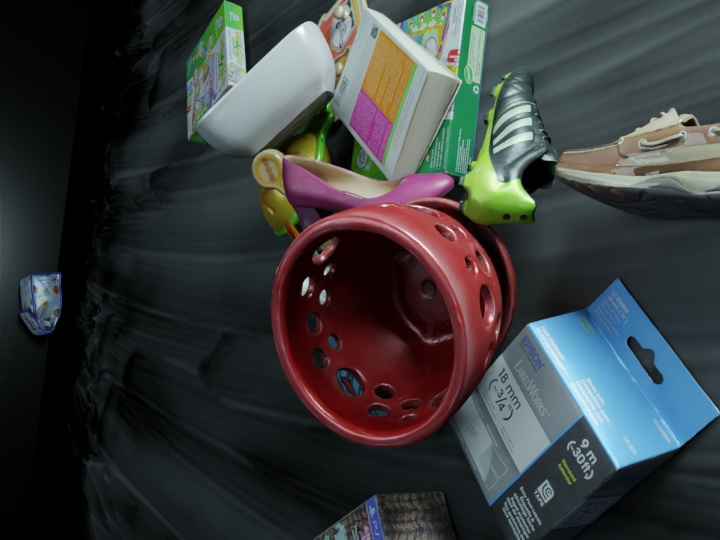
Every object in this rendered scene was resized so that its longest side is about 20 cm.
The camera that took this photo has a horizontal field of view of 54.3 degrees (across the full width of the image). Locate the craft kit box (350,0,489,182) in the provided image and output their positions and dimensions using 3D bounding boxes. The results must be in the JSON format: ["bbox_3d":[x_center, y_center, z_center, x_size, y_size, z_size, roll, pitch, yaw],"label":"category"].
[{"bbox_3d":[0.066,-0.205,0.857,0.196,0.047,0.207,0,82,58],"label":"craft kit box"}]

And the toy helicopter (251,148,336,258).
[{"bbox_3d":[-0.055,-0.070,0.864,0.134,0.198,0.079,-54,1,21],"label":"toy helicopter"}]

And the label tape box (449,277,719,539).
[{"bbox_3d":[0.174,0.124,0.598,0.202,0.062,0.146,-56,42,31],"label":"label tape box"}]

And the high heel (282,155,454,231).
[{"bbox_3d":[0.002,-0.100,0.765,0.195,0.068,0.099,-14,106,23],"label":"high heel"}]

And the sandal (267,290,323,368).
[{"bbox_3d":[-0.090,0.069,1.013,0.199,0.042,0.078,35,110,53],"label":"sandal"}]

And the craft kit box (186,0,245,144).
[{"bbox_3d":[-0.293,-0.393,1.411,0.196,0.048,0.206,-33,56,44],"label":"craft kit box"}]

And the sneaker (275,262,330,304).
[{"bbox_3d":[0.000,0.000,0.815,0.196,0.073,0.118,26,111,15],"label":"sneaker"}]

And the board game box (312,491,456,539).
[{"bbox_3d":[0.018,0.352,0.740,0.200,0.095,0.163,-47,47,39],"label":"board game box"}]

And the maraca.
[{"bbox_3d":[-0.082,-0.145,1.004,0.136,0.105,0.206,5,75,62],"label":"maraca"}]

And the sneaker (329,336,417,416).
[{"bbox_3d":[0.023,0.134,0.827,0.200,0.077,0.098,49,144,47],"label":"sneaker"}]

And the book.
[{"bbox_3d":[0.029,-0.210,0.838,0.136,0.047,0.202,-65,36,28],"label":"book"}]

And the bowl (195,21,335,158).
[{"bbox_3d":[-0.107,-0.214,0.903,0.199,0.075,0.200,-39,6,7],"label":"bowl"}]

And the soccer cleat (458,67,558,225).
[{"bbox_3d":[0.151,-0.117,0.665,0.079,0.068,0.203,10,53,18],"label":"soccer cleat"}]

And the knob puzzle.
[{"bbox_3d":[-0.051,-0.311,1.062,0.217,0.030,0.227,-18,68,53],"label":"knob puzzle"}]

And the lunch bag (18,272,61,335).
[{"bbox_3d":[-1.096,0.119,2.402,0.168,0.121,0.207,-10,86,52],"label":"lunch bag"}]

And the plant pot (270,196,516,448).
[{"bbox_3d":[0.042,0.036,0.655,0.195,0.181,0.207,7,104,30],"label":"plant pot"}]

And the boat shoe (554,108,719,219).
[{"bbox_3d":[0.244,-0.084,0.549,0.197,0.075,0.074,15,86,50],"label":"boat shoe"}]
